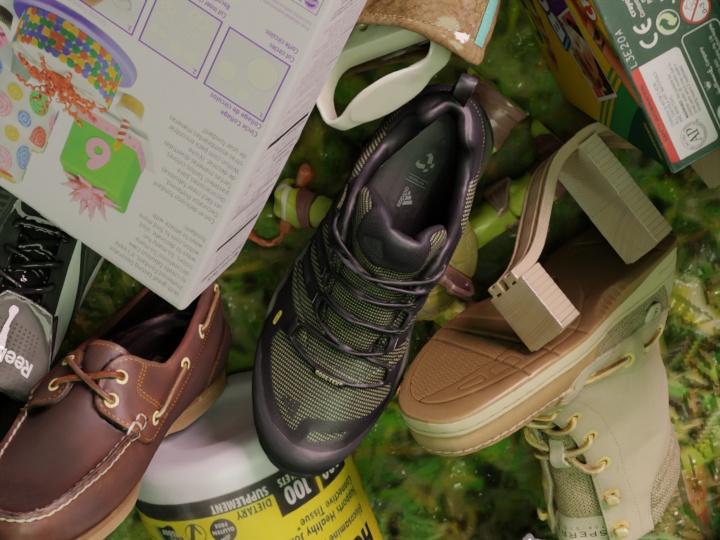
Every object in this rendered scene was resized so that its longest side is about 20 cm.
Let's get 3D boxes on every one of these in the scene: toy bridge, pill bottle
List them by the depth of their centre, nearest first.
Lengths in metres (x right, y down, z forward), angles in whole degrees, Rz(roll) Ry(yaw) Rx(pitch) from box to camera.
[{"bbox_3d":[0.122,-0.037,0.897,0.067,0.200,0.027,50,138,2],"label":"toy bridge"},{"bbox_3d":[-0.039,0.162,0.950,0.112,0.113,0.201,-21,109,-1],"label":"pill bottle"}]

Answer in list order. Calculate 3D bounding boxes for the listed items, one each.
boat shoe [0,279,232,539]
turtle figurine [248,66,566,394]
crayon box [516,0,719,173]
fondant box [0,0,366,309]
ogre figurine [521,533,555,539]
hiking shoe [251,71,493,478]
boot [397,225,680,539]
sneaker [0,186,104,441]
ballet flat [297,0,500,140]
[{"bbox_3d":[-0.123,0.061,0.871,0.070,0.200,0.071,14,122,15],"label":"boat shoe"},{"bbox_3d":[0.029,-0.021,0.929,0.200,0.064,0.161,37,99,-16],"label":"turtle figurine"},{"bbox_3d":[0.098,-0.159,0.839,0.058,0.173,0.201,-29,108,-2],"label":"crayon box"},{"bbox_3d":[-0.089,-0.103,0.803,0.144,0.058,0.201,34,124,6],"label":"fondant box"},{"bbox_3d":[0.104,0.213,0.988,0.199,0.098,0.120,28,87,-24],"label":"ogre figurine"},{"bbox_3d":[0.000,0.000,0.843,0.075,0.101,0.201,22,87,4],"label":"hiking shoe"},{"bbox_3d":[0.099,0.081,0.920,0.200,0.072,0.156,-36,128,-43],"label":"boot"},{"bbox_3d":[-0.169,0.020,0.900,0.066,0.091,0.201,23,103,-15],"label":"sneaker"},{"bbox_3d":[-0.019,-0.097,0.844,0.068,0.199,0.073,21,65,-51],"label":"ballet flat"}]
